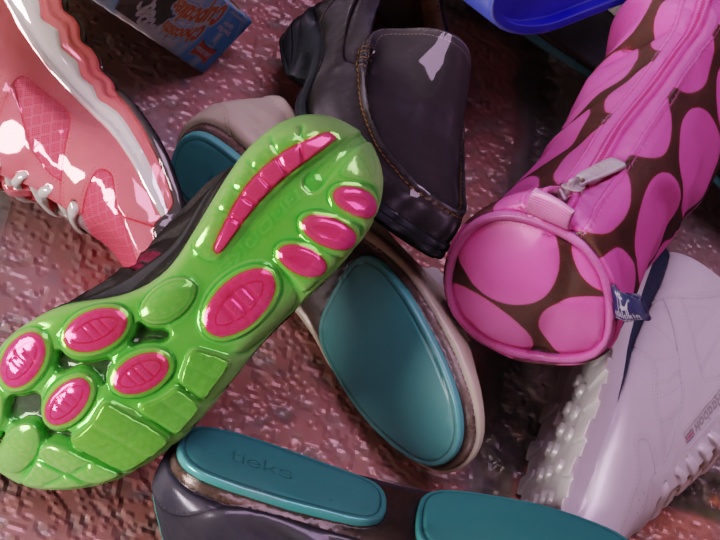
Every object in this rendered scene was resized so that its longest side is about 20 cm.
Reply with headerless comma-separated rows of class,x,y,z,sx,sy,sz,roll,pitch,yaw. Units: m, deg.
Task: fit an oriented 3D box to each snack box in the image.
snack box,-0.121,-0.153,1.284,0.037,0.200,0.116,-45,76,4

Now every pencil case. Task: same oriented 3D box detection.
pencil case,0.112,-0.048,1.276,0.090,0.094,0.200,15,43,19

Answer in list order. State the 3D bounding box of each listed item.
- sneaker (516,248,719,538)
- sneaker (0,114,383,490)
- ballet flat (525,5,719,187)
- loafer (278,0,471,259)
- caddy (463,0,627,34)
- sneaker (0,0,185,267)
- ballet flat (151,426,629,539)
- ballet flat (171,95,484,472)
sneaker,0.122,0.067,1.280,0.080,0.076,0.200,32,49,-9
sneaker,-0.068,0.018,1.193,0.200,0.084,0.077,-37,88,4
ballet flat,0.141,-0.103,1.410,0.200,0.073,0.073,39,49,7
loafer,0.015,-0.077,1.294,0.073,0.072,0.200,35,18,-30
caddy,0.090,-0.194,1.322,0.200,0.142,0.105,-23,51,-35
sneaker,-0.140,-0.056,1.277,0.087,0.074,0.200,-31,74,-8
ballet flat,0.013,0.116,1.188,0.199,0.073,0.073,14,49,1
ballet flat,0.000,0.000,1.286,0.069,0.070,0.200,-26,67,-36
